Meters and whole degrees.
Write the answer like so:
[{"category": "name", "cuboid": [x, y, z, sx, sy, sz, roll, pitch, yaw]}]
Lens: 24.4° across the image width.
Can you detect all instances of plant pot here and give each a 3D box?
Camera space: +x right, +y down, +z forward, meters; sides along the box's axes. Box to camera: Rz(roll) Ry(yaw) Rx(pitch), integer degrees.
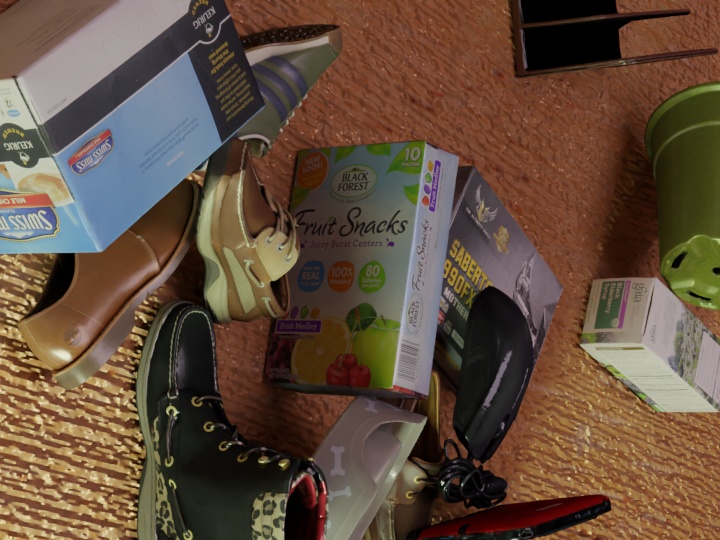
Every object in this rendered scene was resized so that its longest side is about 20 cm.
[{"category": "plant pot", "cuboid": [0.395, -0.066, 1.798, 0.200, 0.199, 0.191, 51, 41, -39]}]

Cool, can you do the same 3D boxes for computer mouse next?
[{"category": "computer mouse", "cuboid": [0.123, 0.115, 1.500, 0.138, 0.052, 0.202, 30, 67, -65]}]

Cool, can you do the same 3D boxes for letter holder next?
[{"category": "letter holder", "cuboid": [0.267, -0.258, 1.707, 0.199, 0.141, 0.101, -14, 101, -51]}]

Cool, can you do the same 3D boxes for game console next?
[{"category": "game console", "cuboid": [0.122, 0.276, 1.491, 0.200, 0.171, 0.120, -1, 82, -60]}]

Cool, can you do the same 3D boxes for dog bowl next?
[{"category": "dog bowl", "cuboid": [-0.021, 0.187, 1.324, 0.201, 0.058, 0.200, -58, 173, -11]}]

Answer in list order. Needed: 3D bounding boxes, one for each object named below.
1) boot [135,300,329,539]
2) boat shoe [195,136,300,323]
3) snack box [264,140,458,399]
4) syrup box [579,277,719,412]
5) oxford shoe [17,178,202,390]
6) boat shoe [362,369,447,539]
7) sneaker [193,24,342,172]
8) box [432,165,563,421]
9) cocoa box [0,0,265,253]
[{"category": "boot", "cuboid": [-0.092, 0.126, 1.235, 0.073, 0.153, 0.205, 6, 86, -51]}, {"category": "boat shoe", "cuboid": [-0.080, -0.028, 1.246, 0.200, 0.073, 0.076, 93, 5, -59]}, {"category": "snack box", "cuboid": [0.000, 0.000, 1.363, 0.053, 0.142, 0.202, 20, 75, -48]}, {"category": "syrup box", "cuboid": [0.324, 0.084, 1.827, 0.200, 0.081, 0.079, 36, 60, -45]}, {"category": "oxford shoe", "cuboid": [-0.177, -0.011, 1.201, 0.071, 0.071, 0.200, 47, 47, -18]}, {"category": "boat shoe", "cuboid": [0.041, 0.177, 1.474, 0.072, 0.067, 0.202, -4, 93, -52]}, {"category": "sneaker", "cuboid": [-0.085, -0.136, 1.325, 0.200, 0.067, 0.091, -26, 118, -49]}, {"category": "box", "cuboid": [0.109, 0.024, 1.578, 0.200, 0.048, 0.159, 50, 54, -40]}, {"category": "cocoa box", "cuboid": [-0.185, -0.116, 1.134, 0.200, 0.133, 0.132, -47, 125, -41]}]
